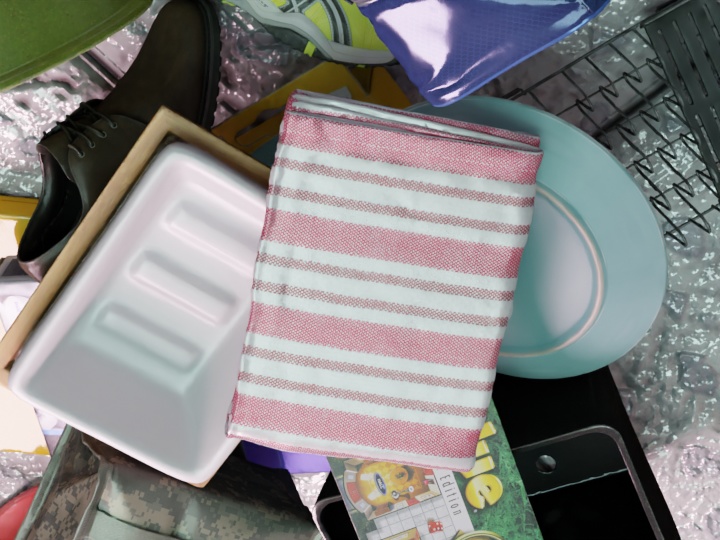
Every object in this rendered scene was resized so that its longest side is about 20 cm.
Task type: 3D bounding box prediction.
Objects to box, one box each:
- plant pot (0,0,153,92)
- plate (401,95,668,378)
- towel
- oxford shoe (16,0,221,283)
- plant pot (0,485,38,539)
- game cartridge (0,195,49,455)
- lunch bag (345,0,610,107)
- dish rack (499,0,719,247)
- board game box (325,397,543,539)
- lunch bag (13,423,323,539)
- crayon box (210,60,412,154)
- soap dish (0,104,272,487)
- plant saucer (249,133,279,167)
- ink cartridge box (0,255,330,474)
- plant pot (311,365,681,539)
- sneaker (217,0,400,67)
[{"bbox_3d":[-0.241,-0.202,1.118,0.199,0.200,0.191,-16,109,17],"label":"plant pot"},{"bbox_3d":[0.078,-0.010,1.154,0.199,0.026,0.201,13,131,16],"label":"plate"},{"bbox_3d":[0.012,0.009,1.102,0.145,0.030,0.202,10,105,-6],"label":"towel"},{"bbox_3d":[-0.145,-0.077,1.201,0.084,0.073,0.201,23,92,-40],"label":"oxford shoe"},{"bbox_3d":[-0.195,0.280,1.436,0.200,0.201,0.177,-33,124,26],"label":"plant pot"},{"bbox_3d":[-0.214,0.041,1.363,0.175,0.033,0.201,6,123,3],"label":"game cartridge"},{"bbox_3d":[0.056,-0.195,1.064,0.135,0.201,0.132,-29,115,29],"label":"lunch bag"},{"bbox_3d":[0.161,-0.066,1.196,0.199,0.055,0.154,-30,117,-1],"label":"dish rack"},{"bbox_3d":[0.037,0.112,1.164,0.104,0.023,0.201,-21,111,1],"label":"board game box"},{"bbox_3d":[-0.142,0.210,1.269,0.163,0.118,0.201,20,102,-24],"label":"lunch bag"},{"bbox_3d":[-0.004,-0.045,1.264,0.125,0.052,0.200,-28,118,23],"label":"crayon box"},{"bbox_3d":[-0.104,0.013,1.163,0.157,0.081,0.200,29,111,-22],"label":"soap dish"},{"bbox_3d":[0.000,0.000,1.231,0.198,0.027,0.201,-3,118,-5],"label":"plant saucer"},{"bbox_3d":[-0.123,0.073,1.316,0.198,0.044,0.199,-3,126,14],"label":"ink cartridge box"},{"bbox_3d":[0.106,0.149,1.307,0.198,0.178,0.201,-17,118,18],"label":"plant pot"},{"bbox_3d":[-0.038,-0.182,1.160,0.199,0.076,0.077,21,125,-10],"label":"sneaker"}]
